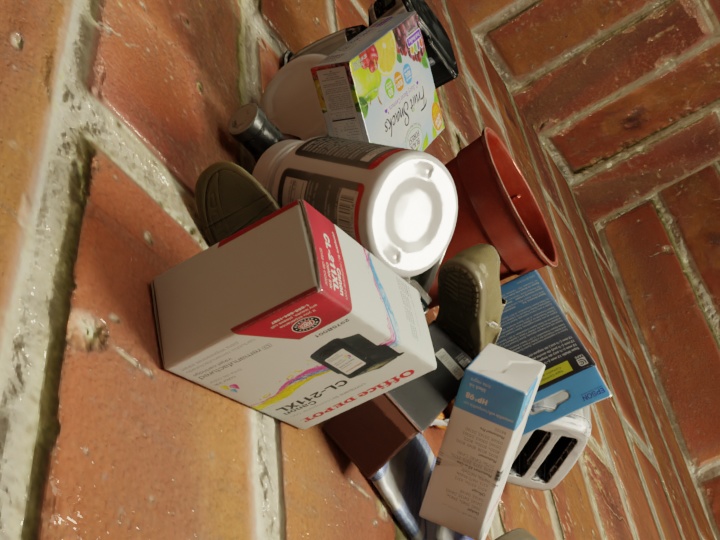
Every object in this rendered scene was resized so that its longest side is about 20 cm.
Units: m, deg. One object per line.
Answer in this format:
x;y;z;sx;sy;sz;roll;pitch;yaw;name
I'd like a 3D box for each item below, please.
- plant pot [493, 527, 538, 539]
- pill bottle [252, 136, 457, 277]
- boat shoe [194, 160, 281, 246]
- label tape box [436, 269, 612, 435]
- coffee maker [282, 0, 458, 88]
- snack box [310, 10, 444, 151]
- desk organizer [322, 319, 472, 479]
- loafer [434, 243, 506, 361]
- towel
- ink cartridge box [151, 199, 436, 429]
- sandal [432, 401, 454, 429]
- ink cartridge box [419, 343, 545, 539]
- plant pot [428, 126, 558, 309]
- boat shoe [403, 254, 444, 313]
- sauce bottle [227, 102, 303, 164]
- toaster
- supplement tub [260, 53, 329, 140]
0.157;0.344;0.945;0.174;0.200;0.200;52;13;26;plant pot
-0.012;-0.067;0.982;0.199;0.114;0.114;18;-24;50;pill bottle
-0.083;-0.015;0.951;0.201;0.073;0.065;57;4;-15;boat shoe
0.197;0.114;1.253;0.066;0.142;0.201;69;-4;-53;label tape box
0.025;-0.260;1.359;0.192;0.198;0.136;31;36;-57;coffee maker
0.024;-0.185;1.121;0.200;0.052;0.144;-50;131;-53;snack box
0.044;0.123;1.018;0.072;0.077;0.200;46;24;7;desk organizer
0.121;0.050;1.106;0.076;0.067;0.201;37;-32;23;loafer
0.067;0.231;1.073;0.201;0.024;0.147;57;20;-19;towel
-0.046;0.045;0.829;0.200;0.145;0.084;36;33;-53;ink cartridge box
0.098;0.142;1.200;0.080;0.059;0.206;63;11;9;sandal
0.117;0.187;1.036;0.066;0.202;0.116;20;14;14;ink cartridge box
0.129;-0.053;1.361;0.201;0.194;0.202;52;21;-29;plant pot
0.041;0.026;1.072;0.074;0.066;0.202;49;55;-58;boat shoe
-0.068;-0.101;1.106;0.200;0.066;0.067;43;26;-40;sauce bottle
0.230;0.190;1.332;0.112;0.201;0.130;15;41;-11;toaster
-0.021;-0.160;1.218;0.200;0.122;0.124;30;36;-57;supplement tub
